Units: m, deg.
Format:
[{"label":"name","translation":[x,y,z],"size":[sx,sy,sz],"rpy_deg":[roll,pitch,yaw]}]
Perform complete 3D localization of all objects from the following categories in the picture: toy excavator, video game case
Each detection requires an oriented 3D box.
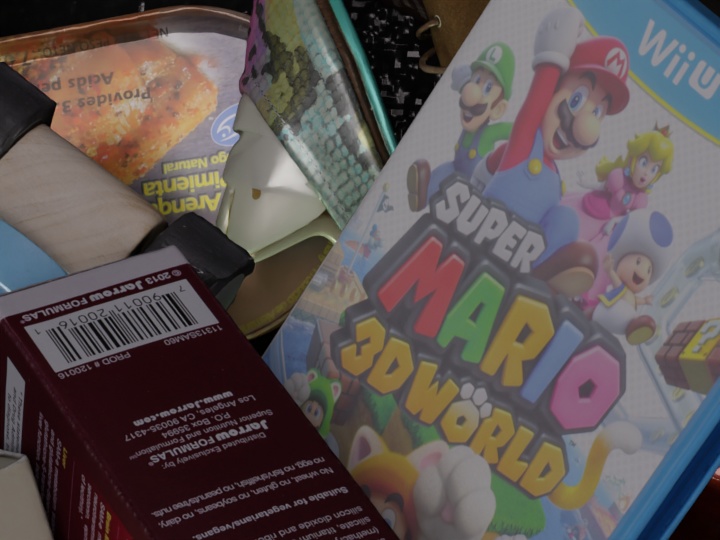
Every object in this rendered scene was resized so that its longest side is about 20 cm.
[{"label":"toy excavator","translation":[-0.142,0.063,0.845],"size":[0.100,0.195,0.200],"rpy_deg":[39,64,6]},{"label":"video game case","translation":[0.041,0.019,0.743],"size":[0.200,0.018,0.143],"rpy_deg":[-57,46,15]}]

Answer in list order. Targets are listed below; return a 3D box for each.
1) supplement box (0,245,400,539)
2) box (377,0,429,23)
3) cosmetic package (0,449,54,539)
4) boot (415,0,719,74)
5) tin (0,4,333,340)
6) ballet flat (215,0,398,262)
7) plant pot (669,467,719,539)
[{"label":"supplement box","translation":[-0.031,0.098,0.723],"size":[0.061,0.109,0.200],"rpy_deg":[-16,46,-26]},{"label":"box","translation":[0.002,-0.144,0.899],"size":[0.200,0.075,0.100],"rpy_deg":[25,89,6]},{"label":"cosmetic package","translation":[-0.116,0.155,0.746],"size":[0.103,0.087,0.200],"rpy_deg":[-22,101,-27]},{"label":"boot","translation":[0.031,-0.083,0.819],"size":[0.200,0.074,0.076],"rpy_deg":[36,111,18]},{"label":"tin","translation":[-0.097,-0.021,0.920],"size":[0.199,0.042,0.112],"rpy_deg":[-9,82,6]},{"label":"ballet flat","translation":[0.000,0.000,0.863],"size":[0.071,0.069,0.200],"rpy_deg":[-28,96,0]},{"label":"plant pot","translation":[0.126,0.170,0.812],"size":[0.200,0.176,0.200],"rpy_deg":[20,89,8]}]
